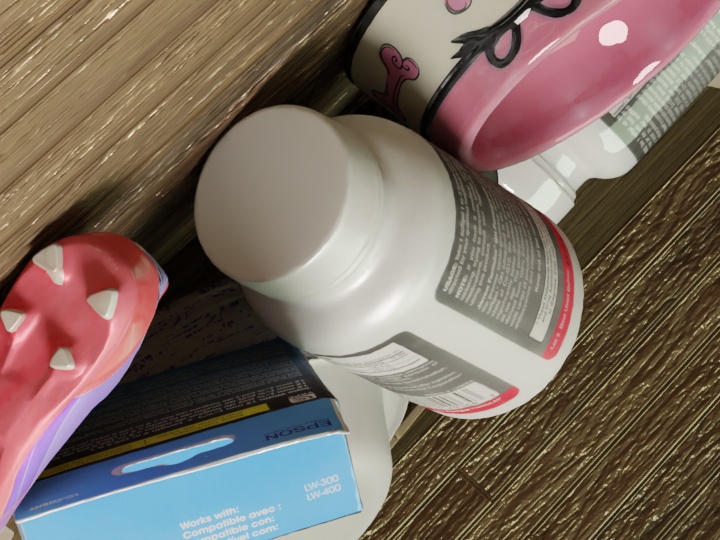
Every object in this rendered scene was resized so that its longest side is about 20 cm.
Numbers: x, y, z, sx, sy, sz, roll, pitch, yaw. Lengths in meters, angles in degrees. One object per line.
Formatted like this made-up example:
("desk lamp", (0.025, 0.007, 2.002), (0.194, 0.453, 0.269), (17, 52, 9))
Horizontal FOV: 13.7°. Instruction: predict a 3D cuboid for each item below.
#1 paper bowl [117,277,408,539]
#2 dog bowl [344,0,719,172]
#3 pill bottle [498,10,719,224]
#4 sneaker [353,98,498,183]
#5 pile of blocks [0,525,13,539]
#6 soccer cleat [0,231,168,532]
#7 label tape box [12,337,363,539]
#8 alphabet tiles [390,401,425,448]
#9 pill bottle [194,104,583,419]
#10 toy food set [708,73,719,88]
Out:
("paper bowl", (-0.065, 0.099, 1.492), (0.200, 0.104, 0.201), (-28, 153, -16))
("dog bowl", (0.094, -0.124, 1.416), (0.200, 0.074, 0.200), (-34, 165, -10))
("pill bottle", (0.140, -0.126, 1.719), (0.200, 0.116, 0.116), (-48, 174, -1))
("sneaker", (0.000, 0.000, 1.582), (0.091, 0.076, 0.200), (17, 127, -35))
("pile of blocks", (-0.199, 0.161, 1.293), (0.200, 0.062, 0.082), (-37, -156, 37))
("soccer cleat", (-0.147, 0.069, 1.200), (0.200, 0.067, 0.076), (-53, 163, 9))
("label tape box", (-0.078, 0.092, 1.299), (0.143, 0.066, 0.200), (-17, -168, -6))
("alphabet tiles", (-0.021, 0.134, 1.680), (0.166, 0.006, 0.200), (-48, 180, 44))
("pill bottle", (0.012, -0.006, 1.369), (0.111, 0.111, 0.200), (-49, 146, 9))
("toy food set", (0.234, -0.192, 1.936), (0.200, 0.143, 0.060), (-45, 133, -33))
